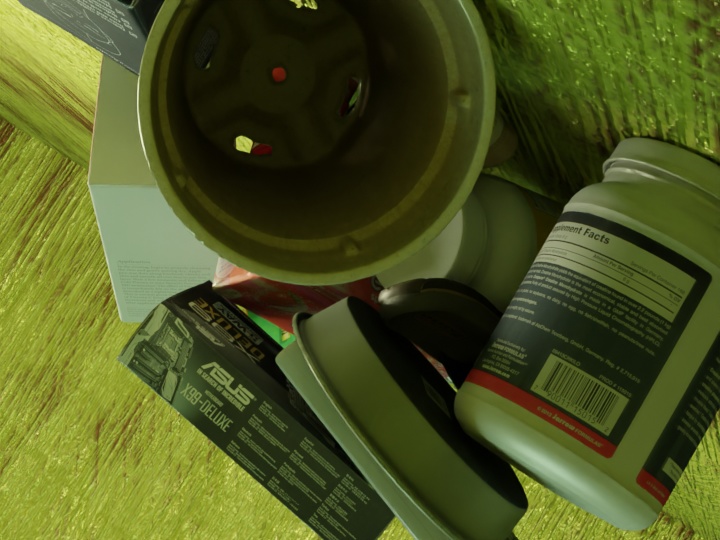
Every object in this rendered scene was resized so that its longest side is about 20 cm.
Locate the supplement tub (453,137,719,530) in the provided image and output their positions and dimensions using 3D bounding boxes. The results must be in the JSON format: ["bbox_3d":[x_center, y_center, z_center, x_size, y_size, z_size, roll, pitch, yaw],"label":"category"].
[{"bbox_3d":[0.159,0.038,0.842,0.139,0.201,0.140,31,173,4],"label":"supplement tub"}]

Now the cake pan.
[{"bbox_3d":[0.036,0.093,0.877,0.201,0.037,0.200,48,-172,-8],"label":"cake pan"}]

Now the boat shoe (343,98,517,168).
[{"bbox_3d":[0.040,-0.095,0.995,0.064,0.072,0.200,35,171,-23],"label":"boat shoe"}]

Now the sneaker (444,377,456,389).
[{"bbox_3d":[0.075,0.038,1.178,0.199,0.093,0.071,31,-142,-29],"label":"sneaker"}]

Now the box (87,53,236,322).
[{"bbox_3d":[-0.145,-0.060,1.080,0.096,0.126,0.201,1,149,-2],"label":"box"}]

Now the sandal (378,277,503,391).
[{"bbox_3d":[0.092,0.063,0.922,0.199,0.055,0.081,28,142,-36],"label":"sandal"}]

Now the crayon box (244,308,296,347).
[{"bbox_3d":[-0.030,0.076,1.132,0.119,0.058,0.201,43,-162,-38],"label":"crayon box"}]

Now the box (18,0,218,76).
[{"bbox_3d":[-0.163,-0.215,0.916,0.147,0.108,0.200,31,172,6],"label":"box"}]

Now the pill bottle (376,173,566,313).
[{"bbox_3d":[0.103,-0.003,0.992,0.199,0.114,0.112,16,-174,-44],"label":"pill bottle"}]

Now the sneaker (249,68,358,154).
[{"bbox_3d":[-0.074,-0.126,1.077,0.078,0.117,0.200,28,175,-24],"label":"sneaker"}]

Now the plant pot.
[{"bbox_3d":[-0.039,-0.112,0.843,0.199,0.202,0.184,34,-175,-17],"label":"plant pot"}]

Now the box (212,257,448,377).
[{"bbox_3d":[0.000,0.000,1.033,0.094,0.104,0.199,-14,146,41],"label":"box"}]

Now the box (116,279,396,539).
[{"bbox_3d":[-0.058,0.095,0.937,0.200,0.050,0.158,41,-174,1],"label":"box"}]

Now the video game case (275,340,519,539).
[{"bbox_3d":[0.034,0.128,0.920,0.201,0.024,0.182,51,-173,10],"label":"video game case"}]
